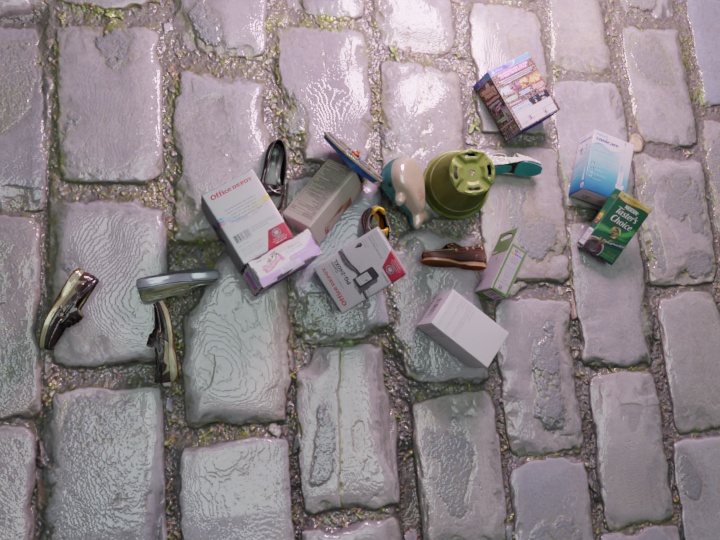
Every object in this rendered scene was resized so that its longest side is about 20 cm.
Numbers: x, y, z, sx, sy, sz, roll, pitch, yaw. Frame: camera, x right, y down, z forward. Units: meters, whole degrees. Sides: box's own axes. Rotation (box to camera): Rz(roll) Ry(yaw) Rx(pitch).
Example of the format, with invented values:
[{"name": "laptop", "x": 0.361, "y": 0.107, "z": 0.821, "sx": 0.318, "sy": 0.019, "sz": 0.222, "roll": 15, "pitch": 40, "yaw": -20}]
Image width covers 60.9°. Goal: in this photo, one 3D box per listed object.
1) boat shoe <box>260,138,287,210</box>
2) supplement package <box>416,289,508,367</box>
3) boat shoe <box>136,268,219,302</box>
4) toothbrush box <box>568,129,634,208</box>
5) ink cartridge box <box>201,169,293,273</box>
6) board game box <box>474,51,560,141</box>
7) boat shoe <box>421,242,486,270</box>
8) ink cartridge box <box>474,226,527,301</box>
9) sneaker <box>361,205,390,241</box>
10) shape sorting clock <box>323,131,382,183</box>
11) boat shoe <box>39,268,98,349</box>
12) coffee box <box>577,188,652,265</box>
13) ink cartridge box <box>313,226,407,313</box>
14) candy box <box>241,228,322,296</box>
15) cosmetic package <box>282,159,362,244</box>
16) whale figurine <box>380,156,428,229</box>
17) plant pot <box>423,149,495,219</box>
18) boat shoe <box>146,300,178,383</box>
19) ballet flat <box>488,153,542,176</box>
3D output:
[{"name": "boat shoe", "x": -0.229, "y": -0.251, "z": 1.617, "sx": 0.067, "sy": 0.057, "sz": 0.201, "roll": 6, "pitch": 80, "yaw": -15}, {"name": "supplement package", "x": 0.276, "y": 0.161, "z": 1.663, "sx": 0.200, "sy": 0.117, "sz": 0.117, "roll": 38, "pitch": 73, "yaw": -6}, {"name": "boat shoe", "x": -0.449, "y": 0.035, "z": 1.515, "sx": 0.199, "sy": 0.072, "sz": 0.062, "roll": -8, "pitch": 101, "yaw": -9}, {"name": "toothbrush box", "x": 0.740, "y": -0.309, "z": 1.880, "sx": 0.146, "sy": 0.085, "sz": 0.200, "roll": 17, "pitch": 78, "yaw": -12}, {"name": "ink cartridge box", "x": -0.288, "y": -0.121, "z": 1.535, "sx": 0.145, "sy": 0.145, "sz": 0.200, "roll": -31, "pitch": 91, "yaw": -17}, {"name": "board game box", "x": 0.467, "y": -0.518, "z": 1.830, "sx": 0.159, "sy": 0.097, "sz": 0.200, "roll": -29, "pitch": 90, "yaw": -18}, {"name": "boat shoe", "x": 0.261, "y": -0.043, "z": 1.718, "sx": 0.200, "sy": 0.070, "sz": 0.071, "roll": 5, "pitch": 76, "yaw": -22}, {"name": "ink cartridge box", "x": 0.407, "y": -0.016, "z": 1.733, "sx": 0.059, "sy": 0.104, "sz": 0.200, "roll": 30, "pitch": 75, "yaw": -10}, {"name": "sneaker", "x": 0.044, "y": -0.079, "z": 1.654, "sx": 0.078, "sy": 0.082, "sz": 0.201, "roll": -7, "pitch": 84, "yaw": -16}, {"name": "shape sorting clock", "x": -0.017, "y": -0.302, "z": 1.618, "sx": 0.200, "sy": 0.200, "sz": 0.039, "roll": 44, "pitch": 102, "yaw": -5}, {"name": "boat shoe", "x": -0.678, "y": 0.094, "z": 1.425, "sx": 0.065, "sy": 0.073, "sz": 0.200, "roll": 22, "pitch": 76, "yaw": -8}, {"name": "coffee box", "x": 0.760, "y": -0.131, "z": 1.833, "sx": 0.123, "sy": 0.044, "sz": 0.200, "roll": 30, "pitch": 104, "yaw": -12}, {"name": "ink cartridge box", "x": 0.000, "y": 0.000, "z": 1.590, "sx": 0.200, "sy": 0.083, "sz": 0.145, "roll": -33, "pitch": 91, "yaw": 7}, {"name": "candy box", "x": -0.199, "y": -0.015, "z": 1.515, "sx": 0.168, "sy": 0.200, "sz": 0.072, "roll": -31, "pitch": 90, "yaw": -17}, {"name": "cosmetic package", "x": -0.096, "y": -0.182, "z": 1.609, "sx": 0.103, "sy": 0.087, "sz": 0.200, "roll": 30, "pitch": 72, "yaw": 29}, {"name": "whale figurine", "x": 0.122, "y": -0.213, "z": 1.697, "sx": 0.159, "sy": 0.104, "sz": 0.200, "roll": -45, "pitch": 120, "yaw": -48}, {"name": "plant pot", "x": 0.281, "y": -0.250, "z": 1.670, "sx": 0.199, "sy": 0.190, "sz": 0.201, "roll": 0, "pitch": 89, "yaw": -3}, {"name": "boat shoe", "x": -0.482, "y": 0.173, "z": 1.474, "sx": 0.065, "sy": 0.073, "sz": 0.201, "roll": -9, "pitch": 84, "yaw": -22}, {"name": "ballet flat", "x": 0.445, "y": -0.320, "z": 1.813, "sx": 0.199, "sy": 0.072, "sz": 0.072, "roll": -2, "pitch": 82, "yaw": -16}]
